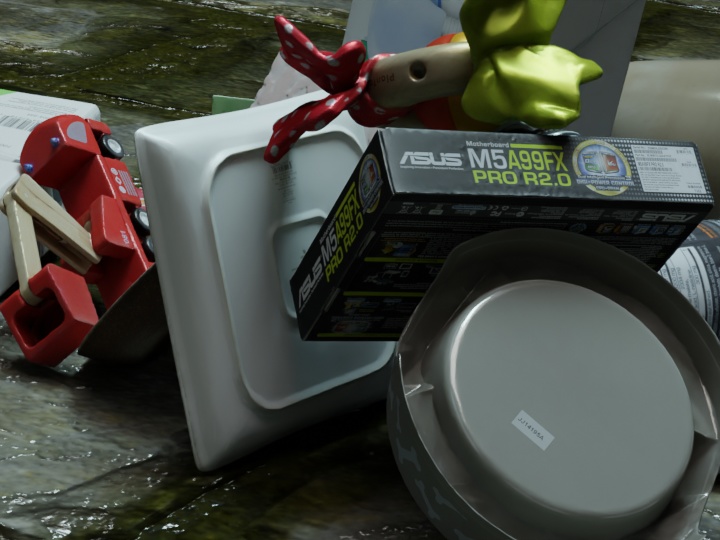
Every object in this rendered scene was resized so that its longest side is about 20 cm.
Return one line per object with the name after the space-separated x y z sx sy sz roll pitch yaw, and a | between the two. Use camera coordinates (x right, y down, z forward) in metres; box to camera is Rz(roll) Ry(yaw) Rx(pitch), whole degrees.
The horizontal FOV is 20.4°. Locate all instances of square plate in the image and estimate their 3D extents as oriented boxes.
-0.043 -0.001 1.200 0.028 0.200 0.199 -5 8 39 | square plate

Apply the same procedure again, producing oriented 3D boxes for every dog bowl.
0.103 0.076 1.059 0.198 0.059 0.202 11 54 -15 | dog bowl

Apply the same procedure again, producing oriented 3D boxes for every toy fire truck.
-0.197 -0.026 1.352 0.141 0.049 0.201 15 43 -53 | toy fire truck

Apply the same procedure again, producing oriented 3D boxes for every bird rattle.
0.046 -0.102 1.162 0.199 0.114 0.163 -19 -13 22 | bird rattle

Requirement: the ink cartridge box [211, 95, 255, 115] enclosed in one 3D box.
-0.026 -0.077 1.587 0.198 0.105 0.059 5 14 3 | ink cartridge box

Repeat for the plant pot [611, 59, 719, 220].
0.263 -0.076 1.468 0.172 0.202 0.200 15 20 14 | plant pot

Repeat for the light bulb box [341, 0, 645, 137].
0.078 -0.131 1.422 0.124 0.200 0.200 9 10 -31 | light bulb box

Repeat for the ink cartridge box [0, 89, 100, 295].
-0.294 -0.061 1.467 0.144 0.085 0.200 10 27 14 | ink cartridge box

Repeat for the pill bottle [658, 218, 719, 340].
0.183 0.024 1.320 0.198 0.107 0.106 -5 20 -27 | pill bottle

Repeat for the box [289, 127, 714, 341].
0.078 -0.016 1.143 0.198 0.160 0.045 1 59 -21 | box

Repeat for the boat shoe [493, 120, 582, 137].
0.087 -0.056 1.228 0.071 0.072 0.200 -9 -13 -17 | boat shoe

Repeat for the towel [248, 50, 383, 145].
-0.038 -0.046 1.374 0.032 0.201 0.190 29 -3 -39 | towel

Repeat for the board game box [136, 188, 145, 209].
-0.230 -0.046 1.580 0.198 0.030 0.096 3 18 4 | board game box

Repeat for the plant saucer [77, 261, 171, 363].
-0.095 -0.002 1.284 0.037 0.200 0.200 47 25 2 | plant saucer
